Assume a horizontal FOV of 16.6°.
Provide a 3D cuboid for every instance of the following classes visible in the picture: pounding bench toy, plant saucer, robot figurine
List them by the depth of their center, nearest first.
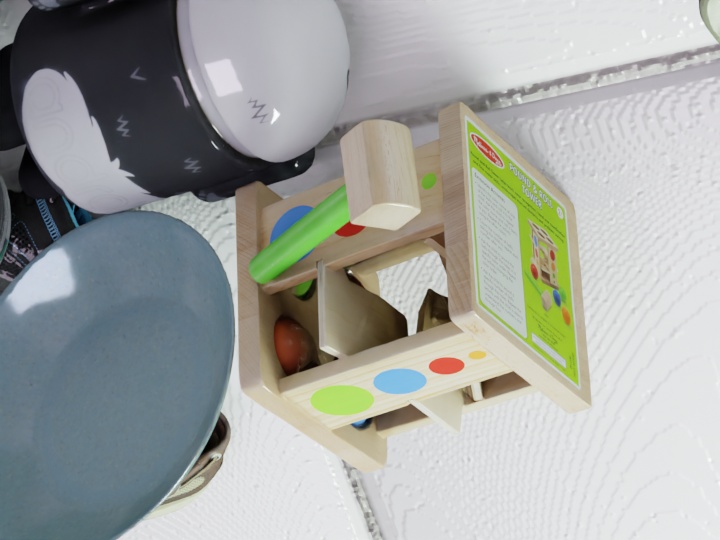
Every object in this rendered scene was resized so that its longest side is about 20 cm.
[{"bbox_3d":[0.000,0.000,1.261,0.156,0.124,0.200,-19,146,26],"label":"pounding bench toy"},{"bbox_3d":[-0.102,-0.102,1.298,0.200,0.150,0.125,-15,84,26],"label":"robot figurine"},{"bbox_3d":[-0.136,0.066,1.324,0.201,0.201,0.039,-22,144,27],"label":"plant saucer"}]

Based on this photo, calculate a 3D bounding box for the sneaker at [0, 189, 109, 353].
[{"bbox_3d":[-0.201,-0.023,1.414,0.200,0.073,0.082,29,103,-2],"label":"sneaker"}]

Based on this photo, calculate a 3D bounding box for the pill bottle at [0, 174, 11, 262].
[{"bbox_3d":[-0.246,-0.036,1.279,0.113,0.200,0.113,0,85,-2],"label":"pill bottle"}]

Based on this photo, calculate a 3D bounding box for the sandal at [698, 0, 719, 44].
[{"bbox_3d":[0.254,-0.086,1.221,0.201,0.057,0.080,41,122,-6],"label":"sandal"}]

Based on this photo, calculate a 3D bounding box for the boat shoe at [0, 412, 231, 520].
[{"bbox_3d":[-0.157,0.117,1.389,0.075,0.202,0.075,58,136,9],"label":"boat shoe"}]
